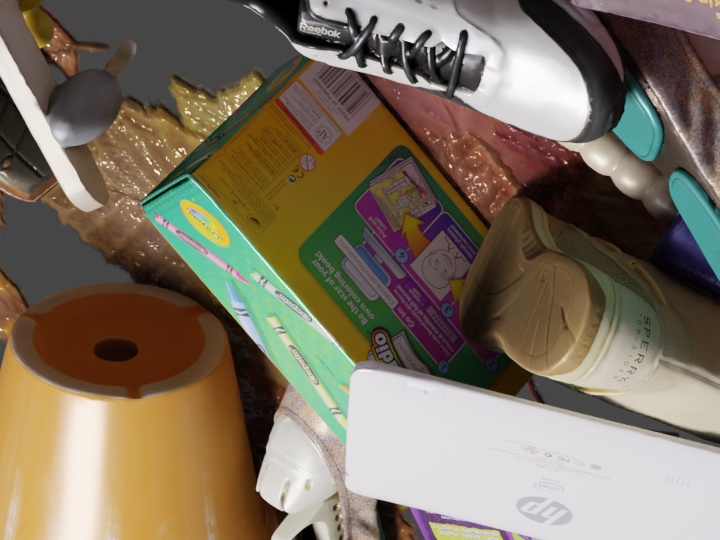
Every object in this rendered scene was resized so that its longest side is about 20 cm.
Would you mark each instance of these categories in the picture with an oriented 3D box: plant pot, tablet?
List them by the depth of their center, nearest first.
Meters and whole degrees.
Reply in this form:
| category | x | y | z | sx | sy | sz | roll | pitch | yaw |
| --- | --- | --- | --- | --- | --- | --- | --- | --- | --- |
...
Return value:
| category | x | y | z | sx | sy | sz | roll | pitch | yaw |
| --- | --- | --- | --- | --- | --- | --- | --- | --- | --- |
| tablet | 0.090 | 0.100 | 1.353 | 0.200 | 0.014 | 0.130 | 14 | 150 | 7 |
| plant pot | -0.142 | 0.115 | 1.658 | 0.200 | 0.200 | 0.184 | 22 | 125 | 28 |

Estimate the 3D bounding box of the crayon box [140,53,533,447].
| category | x | y | z | sx | sy | sz | roll | pitch | yaw |
| --- | --- | --- | --- | --- | --- | --- | --- | --- | --- |
| crayon box | 0.000 | 0.000 | 1.431 | 0.200 | 0.119 | 0.058 | 50 | 146 | -9 |

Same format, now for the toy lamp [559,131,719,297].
| category | x | y | z | sx | sy | sz | roll | pitch | yaw |
| --- | --- | --- | --- | --- | --- | --- | --- | --- | --- |
| toy lamp | 0.108 | -0.057 | 1.314 | 0.200 | 0.058 | 0.058 | 37 | 146 | 9 |

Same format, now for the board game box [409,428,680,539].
| category | x | y | z | sx | sy | sz | roll | pitch | yaw |
| --- | --- | --- | --- | --- | --- | --- | --- | --- | --- |
| board game box | 0.107 | 0.133 | 1.548 | 0.200 | 0.032 | 0.120 | 4 | 133 | 43 |

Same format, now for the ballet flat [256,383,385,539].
| category | x | y | z | sx | sy | sz | roll | pitch | yaw |
| --- | --- | --- | --- | --- | --- | --- | --- | --- | --- |
| ballet flat | -0.023 | 0.129 | 1.633 | 0.068 | 0.067 | 0.200 | 37 | 149 | 41 |

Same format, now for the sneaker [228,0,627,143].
| category | x | y | z | sx | sy | sz | roll | pitch | yaw |
| --- | --- | --- | --- | --- | --- | --- | --- | --- | --- |
| sneaker | 0.019 | -0.102 | 1.211 | 0.200 | 0.080 | 0.074 | 29 | 133 | 19 |

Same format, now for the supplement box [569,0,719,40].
| category | x | y | z | sx | sy | sz | roll | pitch | yaw |
| --- | --- | --- | --- | --- | --- | --- | --- | --- | --- |
| supplement box | 0.135 | -0.194 | 1.112 | 0.110 | 0.086 | 0.200 | 18 | 138 | 32 |

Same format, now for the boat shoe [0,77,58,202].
| category | x | y | z | sx | sy | sz | roll | pitch | yaw |
| --- | --- | --- | --- | --- | --- | --- | --- | --- | --- |
| boat shoe | -0.240 | -0.114 | 1.604 | 0.200 | 0.076 | 0.074 | 45 | 152 | 12 |

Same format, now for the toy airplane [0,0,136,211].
| category | x | y | z | sx | sy | sz | roll | pitch | yaw |
| --- | --- | --- | --- | --- | --- | --- | --- | --- | --- |
| toy airplane | -0.187 | -0.151 | 1.442 | 0.199 | 0.141 | 0.200 | 60 | 174 | 35 |

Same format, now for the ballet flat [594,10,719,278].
| category | x | y | z | sx | sy | sz | roll | pitch | yaw |
| --- | --- | --- | --- | --- | --- | --- | --- | --- | --- |
| ballet flat | 0.152 | -0.062 | 1.237 | 0.200 | 0.067 | 0.068 | 57 | 167 | 6 |

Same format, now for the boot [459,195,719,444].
| category | x | y | z | sx | sy | sz | roll | pitch | yaw |
| --- | --- | --- | --- | --- | --- | --- | --- | --- | --- |
| boot | 0.138 | 0.030 | 1.353 | 0.155 | 0.073 | 0.200 | 21 | -175 | -16 |
